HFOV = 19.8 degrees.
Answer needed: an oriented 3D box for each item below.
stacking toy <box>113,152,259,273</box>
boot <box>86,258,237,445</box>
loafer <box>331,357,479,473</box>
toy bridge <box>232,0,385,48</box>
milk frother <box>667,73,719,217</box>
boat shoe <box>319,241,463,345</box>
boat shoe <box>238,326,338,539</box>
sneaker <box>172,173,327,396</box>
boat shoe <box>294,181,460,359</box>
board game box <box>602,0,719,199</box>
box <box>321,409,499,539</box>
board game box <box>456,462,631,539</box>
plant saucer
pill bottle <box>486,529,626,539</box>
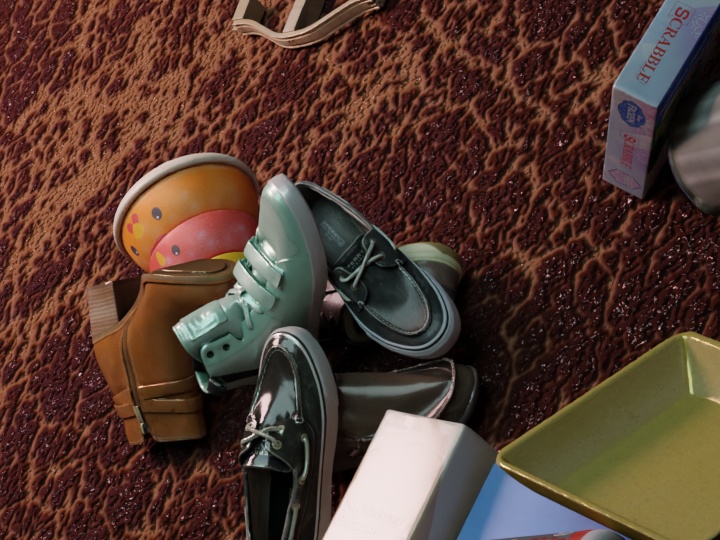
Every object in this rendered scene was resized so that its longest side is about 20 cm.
[{"bbox_3d":[-0.130,0.004,1.895,0.146,0.146,0.200,-38,55,12],"label":"stacking toy"},{"bbox_3d":[-0.160,0.074,1.832,0.200,0.074,0.155,-13,91,50],"label":"boot"},{"bbox_3d":[0.006,0.118,1.689,0.200,0.071,0.073,-23,45,29],"label":"loafer"},{"bbox_3d":[-0.059,-0.260,2.111,0.200,0.027,0.067,-6,55,41],"label":"toy bridge"},{"bbox_3d":[0.358,-0.089,1.501,0.180,0.200,0.188,-43,6,-9],"label":"milk frother"},{"bbox_3d":[-0.005,0.031,1.774,0.200,0.073,0.065,-21,40,30],"label":"boat shoe"},{"bbox_3d":[-0.061,0.145,1.661,0.071,0.064,0.201,-5,86,37],"label":"boat shoe"},{"bbox_3d":[-0.094,0.020,1.702,0.118,0.201,0.074,-16,38,-23],"label":"sneaker"},{"bbox_3d":[0.000,0.000,1.704,0.072,0.071,0.200,-48,57,0],"label":"boat shoe"},{"bbox_3d":[0.258,-0.177,1.620,0.041,0.200,0.200,29,78,12],"label":"board game box"},{"bbox_3d":[0.029,0.215,1.579,0.095,0.078,0.200,5,62,46],"label":"box"},{"bbox_3d":[0.137,0.226,1.503,0.158,0.039,0.200,14,71,42],"label":"board game box"},{"bbox_3d":[0.230,0.131,1.437,0.200,0.049,0.200,-30,30,-27],"label":"plant saucer"},{"bbox_3d":[0.090,0.243,1.415,0.200,0.116,0.116,-11,51,31],"label":"pill bottle"}]
